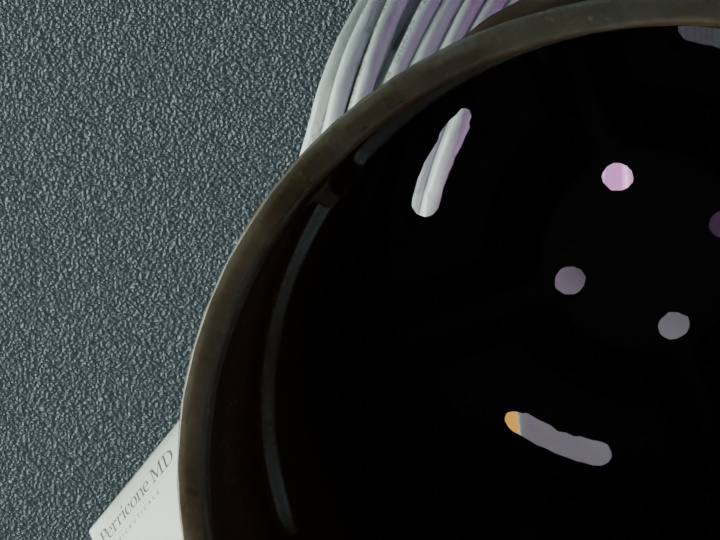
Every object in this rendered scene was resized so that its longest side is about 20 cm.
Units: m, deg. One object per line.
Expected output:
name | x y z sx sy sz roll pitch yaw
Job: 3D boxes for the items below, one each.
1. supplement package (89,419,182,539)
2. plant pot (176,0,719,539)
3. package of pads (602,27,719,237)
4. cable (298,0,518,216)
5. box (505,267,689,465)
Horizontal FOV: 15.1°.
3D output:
supplement package | -0.025 0.167 1.252 0.117 0.117 0.200 -51 44 26
plant pot | 0.071 0.018 0.632 0.198 0.200 0.201 -72 -19 -74
package of pads | 0.103 -0.095 0.838 0.121 0.075 0.201 -168 76 -85
cable | 0.052 -0.047 0.970 0.200 0.069 0.200 5 -72 -64
box | 0.096 0.103 0.886 0.125 0.097 0.200 91 176 -46
